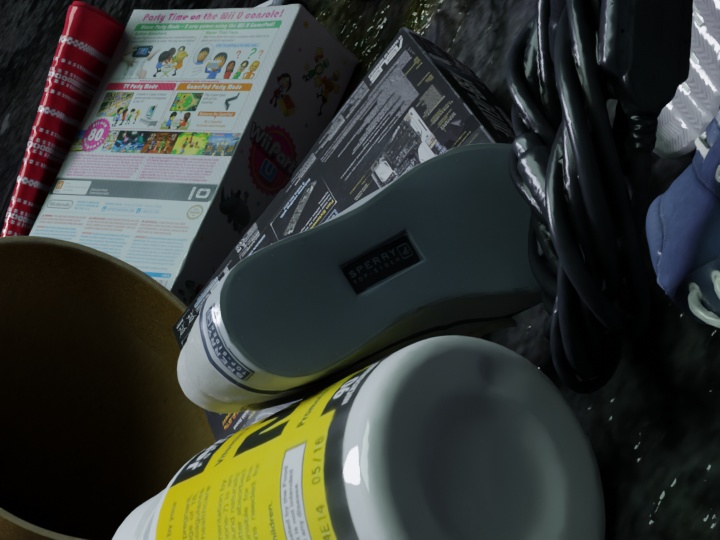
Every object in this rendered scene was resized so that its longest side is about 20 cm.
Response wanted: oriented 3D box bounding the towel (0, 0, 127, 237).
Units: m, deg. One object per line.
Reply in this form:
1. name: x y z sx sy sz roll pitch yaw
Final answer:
1. towel: -0.174 -0.058 1.258 0.145 0.022 0.200 28 -103 -75

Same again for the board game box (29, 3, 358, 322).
1. board game box: -0.105 -0.055 1.179 0.147 0.064 0.200 6 66 43

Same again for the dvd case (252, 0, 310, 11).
1. dvd case: -0.117 -0.096 1.345 0.200 0.025 0.151 -14 49 58

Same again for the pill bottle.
1. pill bottle: -0.011 0.107 0.787 0.200 0.114 0.114 -29 37 47

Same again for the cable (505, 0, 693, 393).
1. cable: 0.078 -0.055 0.754 0.163 0.051 0.200 159 114 -81

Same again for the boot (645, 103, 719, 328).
1. boot: 0.151 -0.002 0.679 0.090 0.073 0.200 -56 15 21

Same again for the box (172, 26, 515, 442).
1. box: 0.000 0.000 0.960 0.200 0.050 0.158 -52 30 12

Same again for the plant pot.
1. plant pot: -0.183 0.117 1.062 0.200 0.186 0.187 -54 21 40

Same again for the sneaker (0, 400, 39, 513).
1. sneaker: -0.216 0.132 1.228 0.201 0.074 0.118 -63 -6 27

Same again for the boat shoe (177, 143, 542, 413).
1. boat shoe: 0.009 0.012 0.827 0.202 0.075 0.086 -26 -10 -37

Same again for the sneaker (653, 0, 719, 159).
1. sneaker: 0.169 -0.120 0.775 0.078 0.112 0.200 61 157 24
